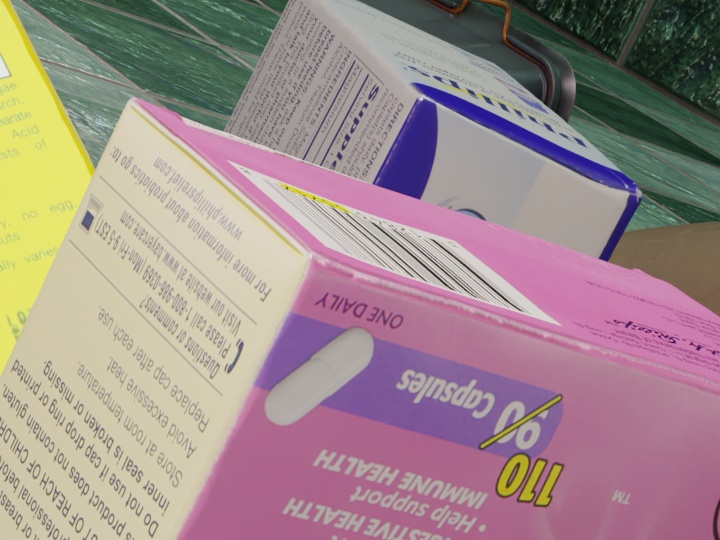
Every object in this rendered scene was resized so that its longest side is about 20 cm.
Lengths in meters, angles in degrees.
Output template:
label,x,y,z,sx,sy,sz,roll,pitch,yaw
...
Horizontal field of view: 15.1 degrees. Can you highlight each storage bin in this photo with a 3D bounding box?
label,x,y,z,sx,sy,sz,roll,pitch,yaw
storage bin,0.040,-0.141,2.004,0.134,0.146,0.200,1,25,-43

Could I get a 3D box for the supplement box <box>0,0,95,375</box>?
label,x,y,z,sx,sy,sz,roll,pitch,yaw
supplement box,-0.148,-0.018,0.765,0.109,0.110,0.200,-18,70,-28

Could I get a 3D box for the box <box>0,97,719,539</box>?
label,x,y,z,sx,sy,sz,roll,pitch,yaw
box,-0.006,0.086,0.655,0.176,0.200,0.097,18,14,-35

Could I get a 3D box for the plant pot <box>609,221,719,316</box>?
label,x,y,z,sx,sy,sz,roll,pitch,yaw
plant pot,0.207,0.046,1.411,0.174,0.200,0.200,12,5,25

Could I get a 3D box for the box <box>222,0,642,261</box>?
label,x,y,z,sx,sy,sz,roll,pitch,yaw
box,0.000,0.000,1.113,0.105,0.184,0.200,23,12,-21
